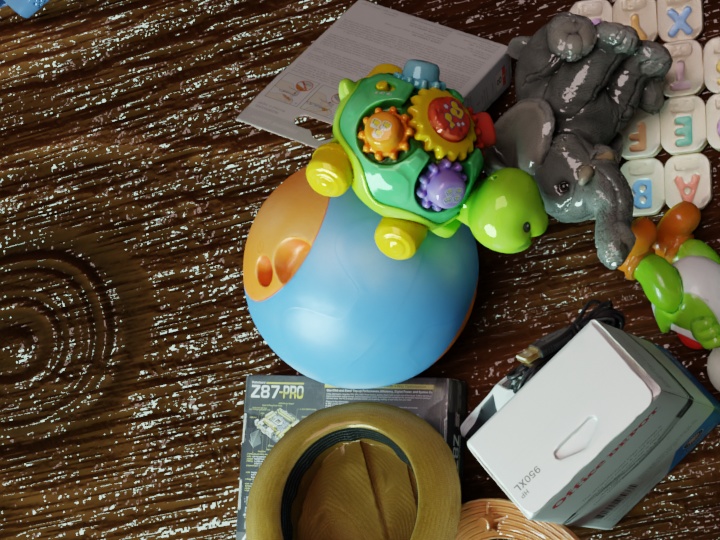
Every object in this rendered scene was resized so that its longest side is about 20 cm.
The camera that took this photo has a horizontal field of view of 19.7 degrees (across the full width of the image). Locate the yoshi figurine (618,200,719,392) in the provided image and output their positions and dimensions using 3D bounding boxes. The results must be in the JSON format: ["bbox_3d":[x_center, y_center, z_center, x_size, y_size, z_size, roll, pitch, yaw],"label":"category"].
[{"bbox_3d":[0.297,0.030,1.671,0.112,0.112,0.200,-38,71,7],"label":"yoshi figurine"}]

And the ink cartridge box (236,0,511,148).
[{"bbox_3d":[0.015,-0.148,1.798,0.162,0.050,0.200,21,50,26],"label":"ink cartridge box"}]

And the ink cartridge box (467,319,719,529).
[{"bbox_3d":[0.191,0.126,1.648,0.145,0.200,0.084,-46,67,11],"label":"ink cartridge box"}]

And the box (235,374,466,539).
[{"bbox_3d":[-0.009,0.173,1.817,0.200,0.049,0.161,-1,83,25],"label":"box"}]

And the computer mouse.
[{"bbox_3d":[0.142,0.099,1.701,0.110,0.200,0.044,-35,78,-28],"label":"computer mouse"}]

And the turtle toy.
[{"bbox_3d":[0.060,-0.085,1.644,0.200,0.146,0.101,42,138,-13],"label":"turtle toy"}]

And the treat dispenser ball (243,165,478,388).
[{"bbox_3d":[0.000,0.000,1.757,0.201,0.201,0.201,-4,79,24],"label":"treat dispenser ball"}]

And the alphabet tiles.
[{"bbox_3d":[0.237,-0.144,1.777,0.200,0.015,0.196,-5,80,24],"label":"alphabet tiles"}]

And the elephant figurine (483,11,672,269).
[{"bbox_3d":[0.170,-0.102,1.713,0.141,0.155,0.200,16,81,3],"label":"elephant figurine"}]

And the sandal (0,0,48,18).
[{"bbox_3d":[-0.317,-0.286,2.026,0.200,0.079,0.087,12,90,34],"label":"sandal"}]

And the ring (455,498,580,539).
[{"bbox_3d":[0.130,0.280,1.694,0.200,0.019,0.201,19,121,35],"label":"ring"}]

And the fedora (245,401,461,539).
[{"bbox_3d":[0.001,0.209,1.722,0.200,0.082,0.201,-8,59,14],"label":"fedora"}]
